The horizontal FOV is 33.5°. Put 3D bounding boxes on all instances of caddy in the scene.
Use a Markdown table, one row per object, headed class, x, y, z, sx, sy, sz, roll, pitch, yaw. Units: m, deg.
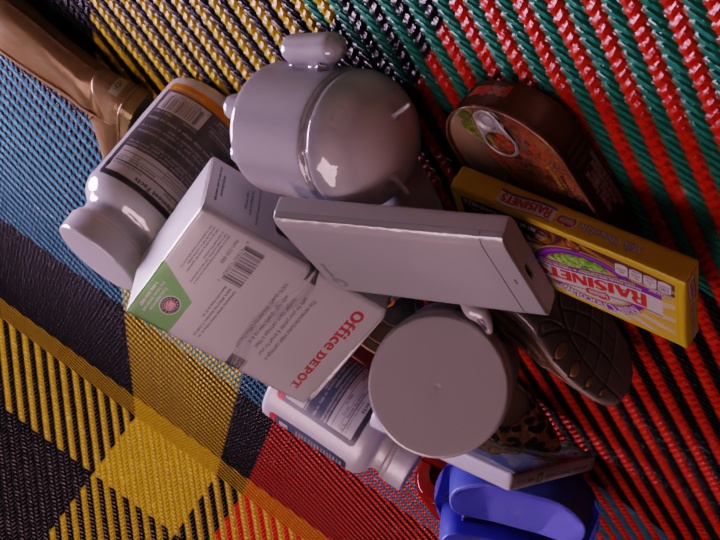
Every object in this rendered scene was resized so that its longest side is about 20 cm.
| class | x | y | z | sx | sy | sz | roll | pitch | yaw |
| --- | --- | --- | --- | --- | --- | --- | --- | --- | --- |
| caddy | 0.181 | 0.287 | 1.402 | 0.198 | 0.105 | 0.143 | 14 | 112 | 7 |

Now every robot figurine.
| class | x | y | z | sx | sy | sz | roll | pitch | yaw |
| --- | --- | --- | --- | --- | --- | --- | --- | --- | --- |
| robot figurine | -0.030 | -0.113 | 0.989 | 0.199 | 0.112 | 0.172 | 16 | 124 | 44 |

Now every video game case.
| class | x | y | z | sx | sy | sz | roll | pitch | yaw |
| --- | --- | --- | --- | --- | --- | --- | --- | --- | --- |
| video game case | 0.140 | 0.195 | 1.366 | 0.199 | 0.022 | 0.181 | 20 | -168 | 38 |

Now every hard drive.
| class | x | y | z | sx | sy | sz | roll | pitch | yaw |
| --- | --- | --- | --- | --- | --- | --- | --- | --- | --- |
| hard drive | 0.044 | -0.012 | 0.957 | 0.198 | 0.027 | 0.132 | 7 | 157 | 29 |

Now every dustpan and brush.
| class | x | y | z | sx | sy | sz | roll | pitch | yaw |
| --- | --- | --- | --- | --- | --- | --- | --- | --- | --- |
| dustpan and brush | 0.057 | -0.025 | 1.054 | 0.140 | 0.057 | 0.202 | 101 | 152 | -58 |

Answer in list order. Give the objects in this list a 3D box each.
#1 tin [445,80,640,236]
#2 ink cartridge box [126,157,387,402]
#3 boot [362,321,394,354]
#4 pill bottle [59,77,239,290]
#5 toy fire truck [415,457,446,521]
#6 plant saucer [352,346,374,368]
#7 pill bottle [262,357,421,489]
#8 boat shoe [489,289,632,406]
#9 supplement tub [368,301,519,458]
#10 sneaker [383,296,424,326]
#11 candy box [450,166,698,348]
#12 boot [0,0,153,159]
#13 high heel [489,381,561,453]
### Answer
| class | x | y | z | sx | sy | sz | roll | pitch | yaw |
| --- | --- | --- | --- | --- | --- | --- | --- | --- | --- |
| tin | 0.142 | -0.067 | 0.922 | 0.111 | 0.042 | 0.200 | 6 | 145 | 47 |
| ink cartridge box | -0.093 | 0.014 | 1.108 | 0.199 | 0.084 | 0.146 | 30 | 122 | -20 |
| boot | -0.016 | 0.058 | 1.383 | 0.199 | 0.077 | 0.156 | 33 | 158 | 18 |
| pill bottle | -0.202 | -0.087 | 1.199 | 0.116 | 0.201 | 0.117 | 31 | 160 | 13 |
| toy fire truck | 0.142 | 0.320 | 1.522 | 0.175 | 0.201 | 0.129 | 20 | 154 | 35 |
| plant saucer | 0.012 | 0.147 | 1.595 | 0.199 | 0.037 | 0.200 | 39 | 160 | -6 |
| pill bottle | -0.011 | 0.178 | 1.478 | 0.199 | 0.120 | 0.120 | 33 | 160 | 10 |
| boat shoe | 0.165 | 0.043 | 1.083 | 0.200 | 0.076 | 0.072 | 47 | 163 | -2 |
| supplement tub | 0.084 | 0.097 | 1.135 | 0.131 | 0.133 | 0.200 | 34 | -173 | 6 |
| sneaker | 0.000 | 0.000 | 1.210 | 0.078 | 0.078 | 0.200 | -15 | 132 | 30 |
| candy box | 0.165 | -0.011 | 0.920 | 0.199 | 0.027 | 0.102 | 25 | 161 | 28 |
| boot | -0.327 | -0.208 | 1.343 | 0.199 | 0.066 | 0.176 | 34 | 147 | 3 |
| high heel | 0.142 | 0.122 | 1.284 | 0.199 | 0.072 | 0.143 | 36 | 159 | 11 |
